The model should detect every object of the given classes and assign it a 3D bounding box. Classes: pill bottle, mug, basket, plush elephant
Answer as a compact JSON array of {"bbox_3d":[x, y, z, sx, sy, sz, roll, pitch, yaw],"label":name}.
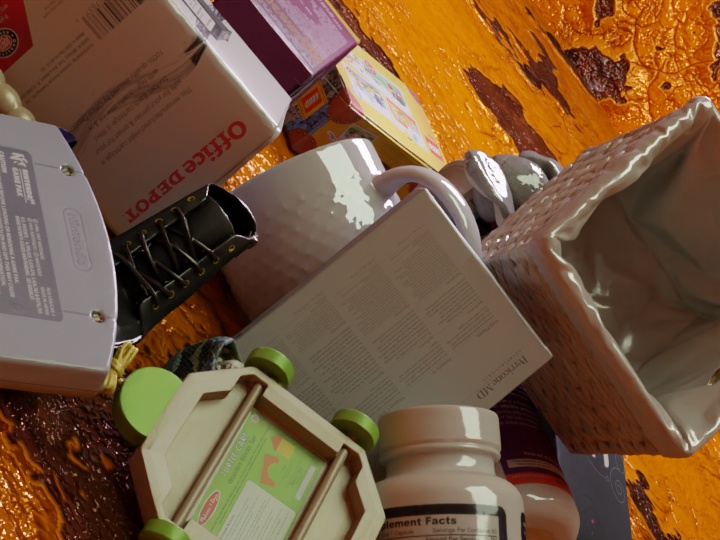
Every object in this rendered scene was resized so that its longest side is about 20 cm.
[{"bbox_3d":[0.092,0.140,1.236,0.112,0.112,0.201,36,26,-42],"label":"pill bottle"},{"bbox_3d":[0.054,0.194,1.019,0.111,0.111,0.202,26,58,-53],"label":"pill bottle"},{"bbox_3d":[0.000,0.000,1.188,0.147,0.199,0.177,-9,72,-64],"label":"mug"},{"bbox_3d":[0.212,0.013,1.195,0.201,0.198,0.161,54,-25,-8],"label":"basket"},{"bbox_3d":[0.117,-0.028,1.355,0.164,0.199,0.156,10,64,-54],"label":"plush elephant"}]

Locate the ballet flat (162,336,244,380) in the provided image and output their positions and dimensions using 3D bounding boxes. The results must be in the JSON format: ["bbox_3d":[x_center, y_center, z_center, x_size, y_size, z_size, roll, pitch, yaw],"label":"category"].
[{"bbox_3d":[-0.059,0.131,1.026,0.201,0.074,0.074,57,19,5],"label":"ballet flat"}]

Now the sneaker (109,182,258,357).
[{"bbox_3d":[-0.139,-0.003,1.001,0.075,0.106,0.200,52,19,-4],"label":"sneaker"}]

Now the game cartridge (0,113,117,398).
[{"bbox_3d":[-0.208,-0.014,0.900,0.132,0.041,0.201,8,44,-30],"label":"game cartridge"}]

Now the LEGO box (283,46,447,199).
[{"bbox_3d":[-0.002,-0.155,1.621,0.200,0.077,0.150,34,28,-46],"label":"LEGO box"}]

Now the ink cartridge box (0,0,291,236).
[{"bbox_3d":[-0.166,-0.139,1.107,0.200,0.145,0.083,50,17,-12],"label":"ink cartridge box"}]

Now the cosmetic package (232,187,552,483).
[{"bbox_3d":[0.012,0.062,1.106,0.151,0.199,0.052,52,-2,-5],"label":"cosmetic package"}]

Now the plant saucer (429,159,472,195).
[{"bbox_3d":[0.094,-0.004,1.513,0.050,0.201,0.201,-10,58,-23],"label":"plant saucer"}]

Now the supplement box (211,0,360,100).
[{"bbox_3d":[-0.095,-0.184,1.374,0.103,0.131,0.200,50,19,-6],"label":"supplement box"}]

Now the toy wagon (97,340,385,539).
[{"bbox_3d":[-0.078,0.118,0.958,0.199,0.040,0.156,37,50,-7],"label":"toy wagon"}]

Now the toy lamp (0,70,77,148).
[{"bbox_3d":[-0.264,-0.153,1.036,0.201,0.058,0.058,54,19,-3],"label":"toy lamp"}]

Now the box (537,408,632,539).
[{"bbox_3d":[0.154,0.171,1.337,0.122,0.105,0.202,36,42,-41],"label":"box"}]
